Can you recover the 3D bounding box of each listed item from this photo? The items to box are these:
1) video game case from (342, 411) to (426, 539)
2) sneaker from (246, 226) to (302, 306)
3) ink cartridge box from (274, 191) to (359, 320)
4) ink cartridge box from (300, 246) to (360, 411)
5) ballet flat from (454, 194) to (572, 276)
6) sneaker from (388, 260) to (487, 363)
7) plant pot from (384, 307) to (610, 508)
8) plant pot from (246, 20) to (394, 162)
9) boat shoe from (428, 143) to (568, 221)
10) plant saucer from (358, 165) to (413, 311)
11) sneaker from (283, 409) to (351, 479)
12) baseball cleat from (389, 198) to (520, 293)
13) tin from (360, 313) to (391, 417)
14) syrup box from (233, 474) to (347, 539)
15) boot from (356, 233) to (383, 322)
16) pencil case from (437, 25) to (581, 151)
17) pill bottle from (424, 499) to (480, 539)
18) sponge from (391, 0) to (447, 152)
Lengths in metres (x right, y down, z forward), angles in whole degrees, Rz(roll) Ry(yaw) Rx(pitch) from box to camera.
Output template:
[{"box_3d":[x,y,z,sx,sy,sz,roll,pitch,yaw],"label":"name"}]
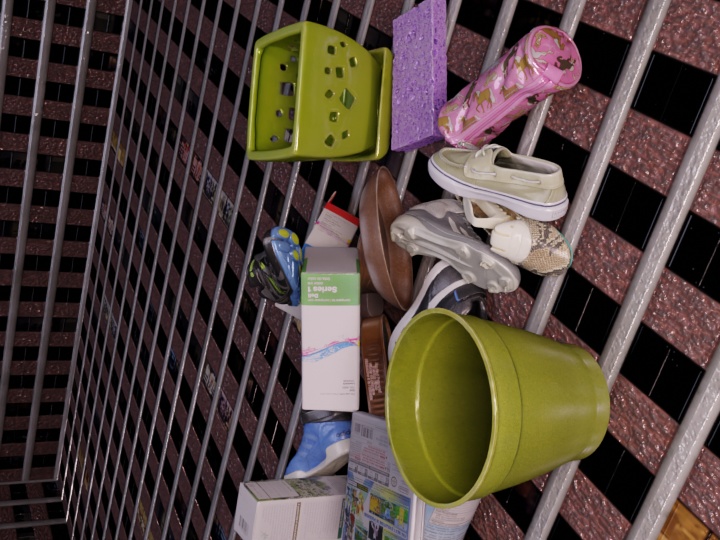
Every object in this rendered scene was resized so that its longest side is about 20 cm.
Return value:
[{"box_3d":[0.030,0.284,1.118,0.199,0.022,0.185,176,99,-65],"label":"video game case"},{"box_3d":[-0.123,0.002,1.241,0.200,0.082,0.072,97,175,-67],"label":"sneaker"},{"box_3d":[-0.062,-0.025,1.423,0.117,0.067,0.201,-61,3,41],"label":"ink cartridge box"},{"box_3d":[-0.042,0.081,1.251,0.145,0.083,0.203,-95,5,-74],"label":"ink cartridge box"},{"box_3d":[0.171,-0.054,1.058,0.200,0.074,0.068,53,134,48],"label":"ballet flat"},{"box_3d":[0.104,0.095,1.167,0.112,0.072,0.202,57,134,47],"label":"sneaker"},{"box_3d":[0.157,0.145,0.945,0.200,0.191,0.203,-10,78,59],"label":"plant pot"},{"box_3d":[-0.058,-0.266,1.381,0.198,0.179,0.203,10,96,61],"label":"plant pot"},{"box_3d":[0.164,-0.120,1.046,0.199,0.072,0.063,24,132,38],"label":"boat shoe"},{"box_3d":[0.034,-0.042,1.212,0.200,0.036,0.203,-9,-90,-77],"label":"plant saucer"},{"box_3d":[-0.074,0.282,1.460,0.200,0.076,0.112,-44,57,45],"label":"sneaker"},{"box_3d":[0.135,-0.043,1.129,0.199,0.106,0.070,27,143,29],"label":"baseball cleat"},{"box_3d":[0.032,0.165,1.265,0.112,0.041,0.203,47,-146,-68],"label":"tin"},{"box_3d":[-0.087,0.372,1.354,0.079,0.198,0.083,21,104,59],"label":"syrup box"},{"box_3d":[0.000,0.000,1.375,0.146,0.069,0.203,169,110,-69],"label":"boot"},{"box_3d":[0.177,-0.214,1.056,0.200,0.082,0.088,-34,66,54],"label":"pencil case"},{"box_3d":[0.105,0.264,1.112,0.109,0.108,0.202,52,131,49],"label":"pill bottle"},{"box_3d":[0.085,-0.283,1.279,0.111,0.030,0.203,-6,81,61],"label":"sponge"}]
